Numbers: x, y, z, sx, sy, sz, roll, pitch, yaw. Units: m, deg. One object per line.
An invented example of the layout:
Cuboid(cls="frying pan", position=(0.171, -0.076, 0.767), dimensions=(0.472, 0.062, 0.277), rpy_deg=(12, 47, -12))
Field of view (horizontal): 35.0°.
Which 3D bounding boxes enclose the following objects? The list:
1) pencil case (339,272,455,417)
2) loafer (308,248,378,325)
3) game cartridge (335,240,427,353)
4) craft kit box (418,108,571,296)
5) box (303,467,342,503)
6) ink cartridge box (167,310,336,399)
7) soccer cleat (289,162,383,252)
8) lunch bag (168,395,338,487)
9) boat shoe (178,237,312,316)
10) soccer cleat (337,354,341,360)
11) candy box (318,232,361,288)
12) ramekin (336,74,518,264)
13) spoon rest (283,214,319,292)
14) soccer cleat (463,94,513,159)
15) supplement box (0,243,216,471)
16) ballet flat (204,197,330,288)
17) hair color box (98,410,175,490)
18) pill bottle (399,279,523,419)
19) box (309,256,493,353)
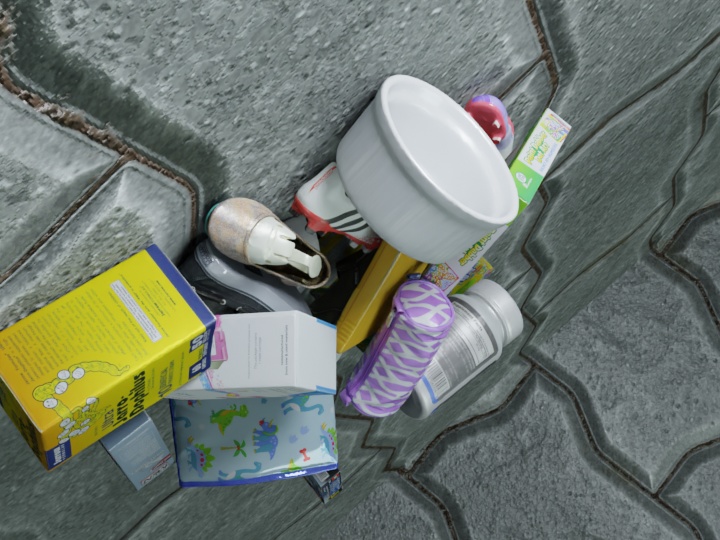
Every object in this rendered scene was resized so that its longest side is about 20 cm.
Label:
Cuboid(cls="pencil case", position=(0.046, 0.100, 1.423), dimensions=(0.085, 0.084, 0.201), rpy_deg=(-10, 142, -33))
Cuboid(cls="loafer", position=(0.000, 0.000, 1.460), dimensions=(0.200, 0.069, 0.075), rpy_deg=(-52, 166, -15))
Cuboid(cls="game cartridge", position=(0.043, -0.002, 1.398), dimensions=(0.201, 0.032, 0.176), rpy_deg=(-58, 167, 21))
Cuboid(cls="craft kit box", position=(0.167, -0.082, 1.420), dimensions=(0.198, 0.048, 0.200), rpy_deg=(-55, 179, 42))
Cuboid(cls="box", position=(-0.102, 0.248, 1.702), dimensions=(0.040, 0.200, 0.137), rpy_deg=(-36, 163, -13))
Cuboid(cls="ink cartridge box", position=(-0.141, 0.098, 1.271), dimensions=(0.199, 0.085, 0.144), rpy_deg=(-3, 170, 17))
Cuboid(cls="soccer cleat", position=(-0.004, -0.076, 1.322), dimensions=(0.085, 0.069, 0.200), rpy_deg=(-49, 154, 16))
Cuboid(cls="lunch bag", position=(-0.139, 0.172, 1.426), dimensions=(0.199, 0.171, 0.127), rpy_deg=(-8, -172, -20))
Cuboid(cls="boat shoe", position=(-0.129, 0.021, 1.277), dimensions=(0.057, 0.069, 0.200), rpy_deg=(-37, 143, 15))
Cuboid(cls="soccer cleat", position=(-0.094, 0.103, 1.552), dimensions=(0.199, 0.069, 0.085), rpy_deg=(2, 141, -47))
Cuboid(cls="candy box", position=(-0.002, -0.055, 1.475), dimensions=(0.200, 0.026, 0.102), rpy_deg=(-46, 159, 12))
Cuboid(cls="ramekin", position=(0.068, -0.104, 1.234), dimensions=(0.098, 0.201, 0.200), rpy_deg=(-41, 165, 31))
Cuboid(cls="spoon rest", position=(-0.098, 0.020, 1.394), dimensions=(0.099, 0.061, 0.200), rpy_deg=(-27, 157, -40))
Cuboid(cls="soccer cleat", position=(0.169, -0.188, 1.491), dimensions=(0.200, 0.066, 0.077), rpy_deg=(66, 43, -67))
Cuboid(cls="supplement box", position=(-0.254, 0.085, 1.126), dimensions=(0.200, 0.110, 0.109), rpy_deg=(-33, 161, -25))
Cuboid(cls="ballet flat", position=(-0.089, -0.026, 1.229), dimensions=(0.200, 0.067, 0.068), rpy_deg=(28, 84, -60))
Cuboid(cls="hair color box", position=(-0.279, 0.180, 1.323), dimensions=(0.061, 0.099, 0.200), rpy_deg=(-37, 162, -15))
Cuboid(cls="pill bottle", position=(0.123, 0.104, 1.577), dimensions=(0.200, 0.114, 0.114), rpy_deg=(-35, 162, -23))
Cuboid(cls="box", position=(0.063, 0.013, 1.625), dimensions=(0.193, 0.122, 0.200), rpy_deg=(-46, 163, 10))
